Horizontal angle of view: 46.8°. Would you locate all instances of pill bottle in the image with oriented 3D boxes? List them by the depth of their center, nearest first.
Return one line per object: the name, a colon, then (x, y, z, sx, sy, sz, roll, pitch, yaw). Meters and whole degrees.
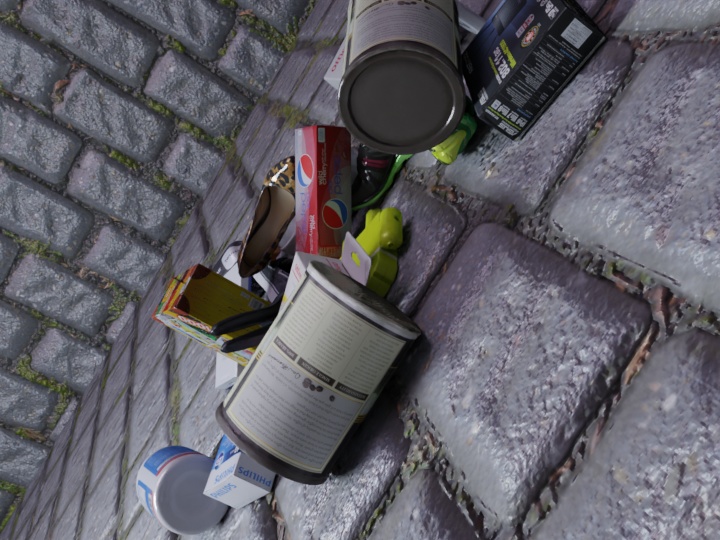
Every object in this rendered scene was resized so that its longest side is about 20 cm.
pill bottle: (-0.270, 0.319, 1.233, 0.200, 0.112, 0.112, -11, 52, 65)
pill bottle: (-0.234, 0.017, 1.594, 0.200, 0.106, 0.106, -53, 20, 21)

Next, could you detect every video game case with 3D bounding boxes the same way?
video game case: (0.100, -0.408, 1.225, 0.023, 0.200, 0.182, -56, 19, 15)

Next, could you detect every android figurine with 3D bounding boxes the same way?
android figurine: (0.000, 0.000, 1.130, 0.182, 0.041, 0.200, -47, 21, 32)

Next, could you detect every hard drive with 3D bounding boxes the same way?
hard drive: (-0.222, 0.097, 1.450, 0.132, 0.025, 0.201, 146, 127, -61)

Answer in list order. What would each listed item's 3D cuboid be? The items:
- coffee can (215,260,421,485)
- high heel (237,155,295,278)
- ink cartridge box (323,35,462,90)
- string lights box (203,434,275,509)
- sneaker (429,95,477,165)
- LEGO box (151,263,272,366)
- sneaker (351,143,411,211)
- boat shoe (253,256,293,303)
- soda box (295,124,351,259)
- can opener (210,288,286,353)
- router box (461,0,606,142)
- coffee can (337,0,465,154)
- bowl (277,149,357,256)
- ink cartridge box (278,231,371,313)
coffee can: (-0.047, 0.111, 0.918, 0.200, 0.146, 0.146, -57, 19, 6)
high heel: (-0.144, -0.080, 1.322, 0.200, 0.071, 0.143, 116, 177, -50)
ink cartridge box: (0.048, -0.351, 1.372, 0.200, 0.087, 0.146, 25, 85, 55)
string lights box: (-0.142, 0.214, 1.144, 0.103, 0.059, 0.200, -39, 28, 48)
sneaker: (0.112, -0.203, 1.112, 0.084, 0.074, 0.200, -40, 28, 12)
LEGO box: (-0.198, 0.078, 1.267, 0.149, 0.200, 0.077, -20, 43, 63)
sneaker: (0.024, -0.176, 1.256, 0.200, 0.084, 0.077, -53, 19, 20)
boat shoe: (-0.129, 0.010, 1.390, 0.068, 0.072, 0.200, -59, 21, 7)
soda box: (-0.057, -0.115, 1.252, 0.070, 0.063, 0.201, 4, 95, 56)
can opener: (-0.125, 0.072, 1.133, 0.079, 0.063, 0.200, -52, -14, 29)
router box: (0.194, -0.262, 0.985, 0.150, 0.062, 0.200, -52, 20, 26)
coffee can: (0.051, -0.262, 1.018, 0.146, 0.146, 0.200, -45, 28, 38)
bowl: (-0.062, -0.121, 1.410, 0.200, 0.075, 0.200, -54, 21, 17)
ink cartridge box: (-0.055, 0.054, 1.046, 0.116, 0.067, 0.200, -129, 53, -62)
